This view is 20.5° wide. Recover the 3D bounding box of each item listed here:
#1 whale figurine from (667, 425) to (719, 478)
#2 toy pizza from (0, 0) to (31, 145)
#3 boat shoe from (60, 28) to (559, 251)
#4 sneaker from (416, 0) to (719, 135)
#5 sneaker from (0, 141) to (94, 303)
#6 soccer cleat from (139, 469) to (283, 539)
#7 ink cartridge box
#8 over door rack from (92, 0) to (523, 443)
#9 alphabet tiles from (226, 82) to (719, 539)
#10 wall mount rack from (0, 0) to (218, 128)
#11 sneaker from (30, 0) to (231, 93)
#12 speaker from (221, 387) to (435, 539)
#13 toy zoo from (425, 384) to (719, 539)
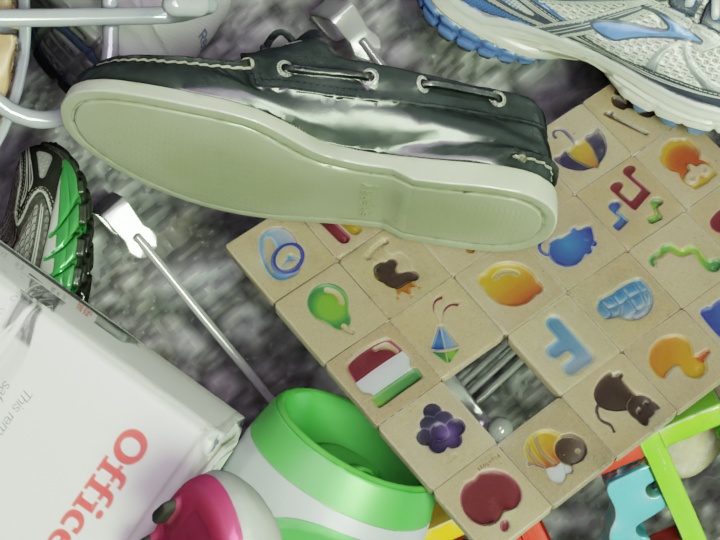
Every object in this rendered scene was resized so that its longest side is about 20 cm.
[{"bbox_3d":[0.207,0.019,0.869,0.198,0.104,0.160,-25,89,0],"label":"whale figurine"},{"bbox_3d":[-0.232,-0.104,0.812,0.198,0.032,0.202,2,101,9],"label":"toy pizza"},{"bbox_3d":[-0.016,-0.062,0.786,0.197,0.075,0.067,9,62,-2],"label":"boat shoe"},{"bbox_3d":[0.120,-0.118,0.827,0.198,0.086,0.078,14,52,7],"label":"sneaker"},{"bbox_3d":[-0.166,0.039,0.824,0.084,0.078,0.202,22,84,-5],"label":"sneaker"},{"bbox_3d":[-0.038,0.152,0.720,0.086,0.070,0.202,-9,124,-27],"label":"soccer cleat"},{"bbox_3d":[-0.164,0.061,0.753,0.199,0.085,0.146,36,93,3],"label":"ink cartridge box"},{"bbox_3d":[0.000,0.000,0.855,0.148,0.067,0.200,-41,92,-9],"label":"over door rack"},{"bbox_3d":[0.073,-0.002,0.806,0.199,0.008,0.167,-33,67,-22],"label":"alphabet tiles"},{"bbox_3d":[-0.143,-0.155,0.753,0.172,0.074,0.202,-5,94,-25],"label":"wall mount rack"},{"bbox_3d":[-0.139,-0.157,0.856,0.200,0.074,0.087,47,64,-4],"label":"sneaker"},{"bbox_3d":[-0.045,0.151,0.798,0.088,0.089,0.201,26,105,-5],"label":"speaker"},{"bbox_3d":[0.091,0.141,0.842,0.198,0.020,0.132,-24,110,5],"label":"toy zoo"}]
